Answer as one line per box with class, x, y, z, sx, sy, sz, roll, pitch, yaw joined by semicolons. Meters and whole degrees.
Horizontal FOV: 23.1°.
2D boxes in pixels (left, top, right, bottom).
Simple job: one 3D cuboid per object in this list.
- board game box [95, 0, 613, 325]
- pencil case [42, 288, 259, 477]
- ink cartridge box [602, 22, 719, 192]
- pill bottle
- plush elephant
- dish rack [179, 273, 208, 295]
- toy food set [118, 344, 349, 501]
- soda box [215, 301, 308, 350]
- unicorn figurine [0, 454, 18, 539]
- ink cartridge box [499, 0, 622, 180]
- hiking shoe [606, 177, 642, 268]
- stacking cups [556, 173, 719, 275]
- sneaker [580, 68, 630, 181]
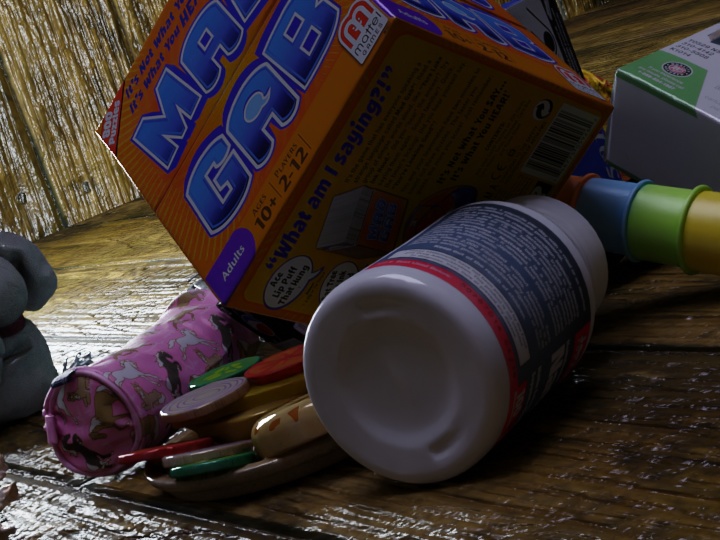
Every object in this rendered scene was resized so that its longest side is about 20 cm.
board game box;-0.008;-0.096;1.119;0.199;0.201;0.200;15;25;-43
pencil case;-0.150;0.078;1.281;0.083;0.086;0.200;-53;-8;29
ink cartridge box;0.294;-0.113;1.246;0.199;0.085;0.146;-27;44;-33
pill bottle;0.065;0.027;0.994;0.119;0.120;0.200;-14;11;33
plush elephant;-0.334;0.058;1.541;0.199;0.156;0.165;-17;10;19
dish rack;-0.068;-0.040;1.440;0.200;0.055;0.153;-37;14;-10
toy food set;-0.051;0.089;1.104;0.197;0.049;0.200;-17;10;17
soda box;-0.026;-0.041;1.320;0.201;0.063;0.071;-59;13;-16
unicorn figurine;-0.309;0.154;1.180;0.137;0.074;0.200;-34;19;-16
ink cartridge box;0.146;-0.108;1.338;0.044;0.201;0.094;-16;10;32
hiking shoe;0.131;-0.039;1.240;0.199;0.101;0.076;-27;-21;-35
stacking cups;0.162;-0.032;1.128;0.199;0.061;0.060;9;24;32
sneaker;0.198;-0.111;1.400;0.073;0.199;0.077;-59;-16;-11
